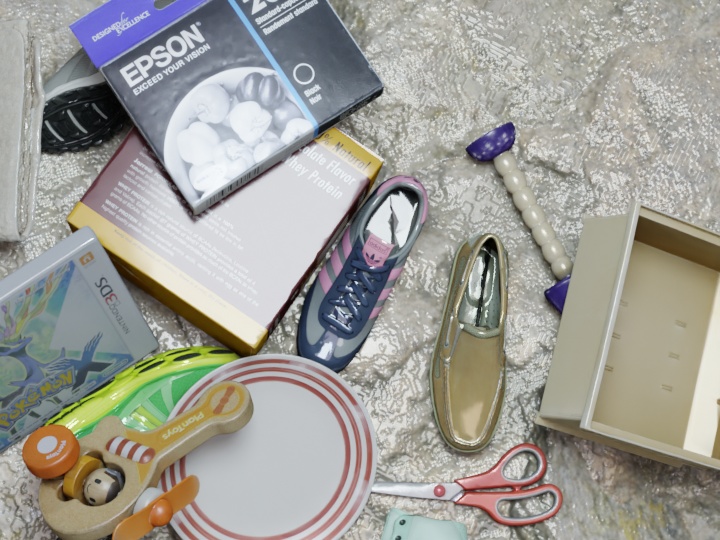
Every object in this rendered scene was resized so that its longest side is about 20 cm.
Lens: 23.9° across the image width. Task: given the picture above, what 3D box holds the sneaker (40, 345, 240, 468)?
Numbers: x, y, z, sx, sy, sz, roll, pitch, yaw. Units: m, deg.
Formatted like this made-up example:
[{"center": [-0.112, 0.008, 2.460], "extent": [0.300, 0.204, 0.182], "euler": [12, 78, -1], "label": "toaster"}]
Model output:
[{"center": [-0.193, 0.130, 1.512], "extent": [0.200, 0.074, 0.084], "euler": [-29, 103, -7], "label": "sneaker"}]

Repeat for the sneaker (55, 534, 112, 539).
[{"center": [-0.236, 0.264, 1.427], "extent": [0.081, 0.200, 0.074], "euler": [-30, 100, 5], "label": "sneaker"}]

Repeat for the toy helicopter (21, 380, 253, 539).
[{"center": [-0.173, 0.159, 1.418], "extent": [0.200, 0.079, 0.132], "euler": [-31, 45, -13], "label": "toy helicopter"}]

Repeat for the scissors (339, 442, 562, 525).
[{"center": [0.084, 0.207, 1.547], "extent": [0.199, 0.014, 0.073], "euler": [-10, 84, -8], "label": "scissors"}]

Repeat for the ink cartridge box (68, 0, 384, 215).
[{"center": [-0.114, -0.182, 1.440], "extent": [0.198, 0.043, 0.200], "euler": [-34, 84, -10], "label": "ink cartridge box"}]

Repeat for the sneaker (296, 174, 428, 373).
[{"center": [0.000, 0.000, 1.537], "extent": [0.070, 0.082, 0.200], "euler": [25, 80, -1], "label": "sneaker"}]

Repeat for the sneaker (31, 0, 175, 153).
[{"center": [-0.233, -0.181, 1.557], "extent": [0.200, 0.074, 0.079], "euler": [-36, 50, -2], "label": "sneaker"}]

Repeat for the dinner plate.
[{"center": [-0.083, 0.168, 1.509], "extent": [0.199, 0.024, 0.201], "euler": [-3, 103, -12], "label": "dinner plate"}]

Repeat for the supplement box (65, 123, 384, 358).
[{"center": [-0.119, -0.059, 1.509], "extent": [0.197, 0.133, 0.200], "euler": [34, 80, 1], "label": "supplement box"}]

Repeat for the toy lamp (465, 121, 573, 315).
[{"center": [0.167, -0.038, 1.571], "extent": [0.058, 0.058, 0.200], "euler": [-29, 85, -9], "label": "toy lamp"}]

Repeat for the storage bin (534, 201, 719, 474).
[{"center": [0.277, 0.067, 1.521], "extent": [0.198, 0.094, 0.201], "euler": [18, 79, -25], "label": "storage bin"}]

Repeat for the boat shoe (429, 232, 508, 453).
[{"center": [0.102, 0.063, 1.539], "extent": [0.071, 0.076, 0.201], "euler": [3, 81, -5], "label": "boat shoe"}]

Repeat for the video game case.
[{"center": [-0.284, 0.070, 1.457], "extent": [0.200, 0.182, 0.022], "euler": [-34, 56, -9], "label": "video game case"}]

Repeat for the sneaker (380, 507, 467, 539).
[{"center": [0.007, 0.275, 1.510], "extent": [0.200, 0.074, 0.119], "euler": [-7, 60, 7], "label": "sneaker"}]

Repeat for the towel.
[{"center": [-0.344, -0.122, 1.521], "extent": [0.132, 0.034, 0.201], "euler": [-1, 82, 29], "label": "towel"}]
